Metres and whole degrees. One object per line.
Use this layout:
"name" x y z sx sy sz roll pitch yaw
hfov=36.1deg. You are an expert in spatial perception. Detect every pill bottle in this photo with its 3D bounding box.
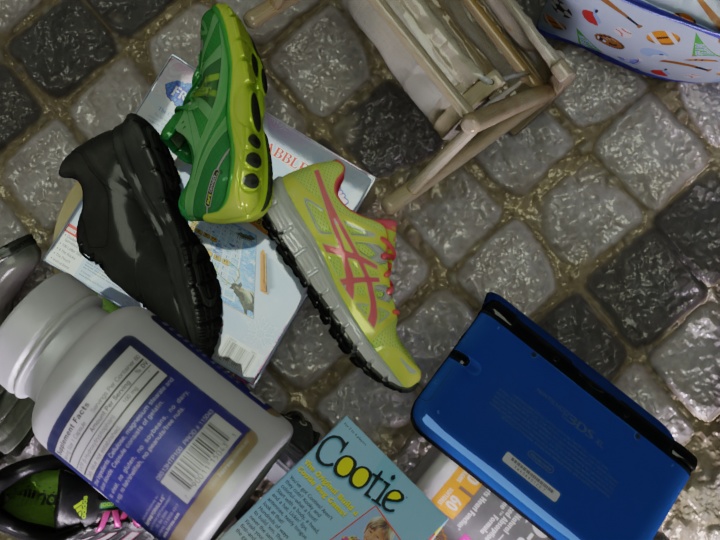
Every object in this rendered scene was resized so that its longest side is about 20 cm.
"pill bottle" -0.158 0.097 0.776 0.200 0.120 0.120 38 86 6
"pill bottle" 0.140 0.203 0.885 0.200 0.116 0.117 37 86 4

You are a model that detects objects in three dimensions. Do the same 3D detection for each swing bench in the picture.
"swing bench" 0.053 -0.188 0.875 0.200 0.130 0.199 -35 85 -40

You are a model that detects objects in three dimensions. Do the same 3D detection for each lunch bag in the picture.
"lunch bag" 0.263 -0.225 0.898 0.199 0.170 0.125 26 90 4

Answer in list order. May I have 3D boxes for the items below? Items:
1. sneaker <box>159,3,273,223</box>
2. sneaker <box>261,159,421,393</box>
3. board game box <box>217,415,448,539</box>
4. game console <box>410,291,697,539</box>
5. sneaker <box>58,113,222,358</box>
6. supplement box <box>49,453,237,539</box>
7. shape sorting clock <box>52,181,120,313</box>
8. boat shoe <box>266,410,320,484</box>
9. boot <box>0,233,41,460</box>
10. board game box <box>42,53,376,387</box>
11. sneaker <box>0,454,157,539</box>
"sneaker" -0.115 -0.125 0.847 0.083 0.074 0.201 -11 58 10
"sneaker" 0.000 0.000 0.855 0.090 0.078 0.201 -31 88 -10
"board game box" -0.047 0.218 0.776 0.200 0.103 0.105 -42 76 -18
"game console" 0.149 0.122 0.870 0.200 0.118 0.171 38 69 4
"sneaker" -0.168 -0.015 0.852 0.090 0.076 0.201 -21 83 7
"supplement box" -0.171 0.218 0.905 0.126 0.074 0.201 -31 84 -2
"shape sorting clock" -0.161 -0.015 0.943 0.198 0.039 0.202 0 83 -4
"boat shoe" -0.055 0.151 0.917 0.200 0.069 0.057 42 87 -4
"boot" -0.291 0.073 0.906 0.131 0.068 0.200 47 114 2
"board game box" -0.121 -0.040 0.908 0.199 0.041 0.200 32 83 -1
"sneaker" -0.194 0.175 0.828 0.198 0.087 0.074 2 84 1
